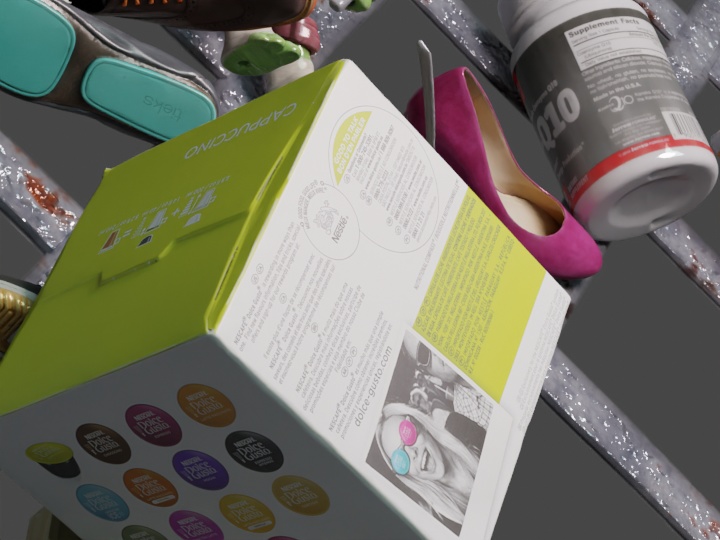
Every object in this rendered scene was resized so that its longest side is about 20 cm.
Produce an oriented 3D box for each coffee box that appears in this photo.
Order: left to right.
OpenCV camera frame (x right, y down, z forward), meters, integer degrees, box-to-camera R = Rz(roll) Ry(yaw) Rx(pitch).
[{"bbox_3d":[-0.045,0.047,1.250,0.198,0.200,0.200,45,46,-24],"label":"coffee box"}]

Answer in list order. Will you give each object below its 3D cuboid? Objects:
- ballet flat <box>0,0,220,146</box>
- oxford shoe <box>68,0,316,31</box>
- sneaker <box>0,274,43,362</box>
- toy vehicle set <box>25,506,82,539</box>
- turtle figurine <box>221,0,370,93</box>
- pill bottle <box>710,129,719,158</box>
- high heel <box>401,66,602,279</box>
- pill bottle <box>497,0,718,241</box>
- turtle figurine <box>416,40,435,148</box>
[{"bbox_3d":[-0.180,-0.133,1.494,0.200,0.073,0.073,24,42,-20],"label":"ballet flat"},{"bbox_3d":[-0.126,-0.178,1.511,0.200,0.071,0.073,7,26,18],"label":"oxford shoe"},{"bbox_3d":[-0.159,0.041,1.355,0.200,0.076,0.088,30,33,-38],"label":"sneaker"},{"bbox_3d":[-0.095,0.216,1.290,0.200,0.027,0.124,29,40,-24],"label":"toy vehicle set"},{"bbox_3d":[-0.027,-0.215,1.619,0.200,0.144,0.194,4,64,-8],"label":"turtle figurine"},{"bbox_3d":[0.375,-0.059,1.870,0.200,0.112,0.112,51,37,4],"label":"pill bottle"},{"bbox_3d":[0.112,-0.068,1.696,0.200,0.096,0.067,35,38,-17],"label":"high heel"},{"bbox_3d":[0.181,-0.133,1.811,0.114,0.114,0.200,5,54,-43],"label":"pill bottle"},{"bbox_3d":[0.000,0.000,1.470,0.194,0.200,0.144,50,51,-12],"label":"turtle figurine"}]
